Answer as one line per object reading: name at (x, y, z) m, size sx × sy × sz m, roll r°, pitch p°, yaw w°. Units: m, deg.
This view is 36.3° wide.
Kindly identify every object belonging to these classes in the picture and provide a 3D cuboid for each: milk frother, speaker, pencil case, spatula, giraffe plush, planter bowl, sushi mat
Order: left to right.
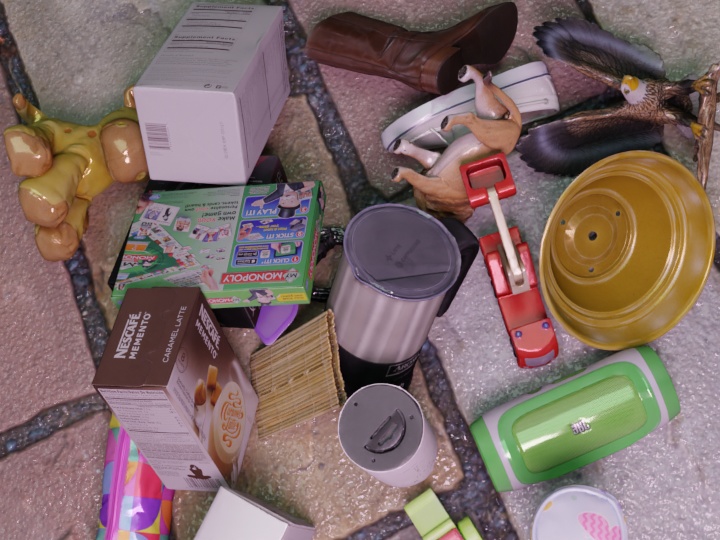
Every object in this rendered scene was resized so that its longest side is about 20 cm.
giraffe plush at (-0.294, -0.123, 1.238) m, size 0.160 × 0.174 × 0.201 m, roll -13°, pitch 39°, yaw -5°
pencil case at (-0.235, 0.209, 1.158) m, size 0.087 × 0.088 × 0.203 m, roll 0°, pitch 76°, yaw 9°
spatula at (-0.134, 0.005, 1.203) m, size 0.057 × 0.021 × 0.200 m, roll -46°, pitch 57°, yaw 0°
sushi mat at (-0.068, 0.110, 1.116) m, size 0.012 × 0.200 × 0.097 m, roll -1°, pitch 74°, yaw -28°
milk frother at (0.000, 0.000, 1.119) m, size 0.199 × 0.189 × 0.181 m, roll 32°, pitch 49°, yaw 11°
speaker at (0.031, 0.164, 1.065) m, size 0.080 × 0.200 × 0.082 m, roll -2°, pitch 75°, yaw 8°
speaker at (0.213, 0.149, 1.101) m, size 0.198 × 0.088 × 0.089 m, roll -24°, pitch 73°, yaw 2°
pencil case at (0.197, 0.260, 1.017) m, size 0.090 × 0.200 × 0.083 m, roll -33°, pitch 66°, yaw -8°
planter bowl at (0.254, -0.027, 1.121) m, size 0.198 × 0.083 × 0.203 m, roll -5°, pitch 105°, yaw -18°

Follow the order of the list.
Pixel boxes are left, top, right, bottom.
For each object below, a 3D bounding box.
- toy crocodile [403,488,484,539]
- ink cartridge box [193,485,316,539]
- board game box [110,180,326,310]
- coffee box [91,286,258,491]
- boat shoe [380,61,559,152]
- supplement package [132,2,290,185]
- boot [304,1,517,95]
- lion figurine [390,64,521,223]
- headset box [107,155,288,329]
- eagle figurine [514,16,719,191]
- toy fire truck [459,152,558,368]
toy crocodile at (0.108, 0.310, 1.087) m, size 0.067 × 0.062 × 0.201 m, roll -29°, pitch 72°, yaw 0°
ink cartridge box at (-0.133, 0.324, 1.078) m, size 0.085 × 0.148 × 0.202 m, roll 24°, pitch 79°, yaw 13°
board game box at (-0.139, -0.025, 1.094) m, size 0.198 × 0.029 × 0.136 m, roll -3°, pitch 53°, yaw 14°
coffee box at (-0.175, 0.120, 1.082) m, size 0.079 × 0.201 × 0.115 m, roll 0°, pitch 51°, yaw 16°
boat shoe at (0.126, -0.153, 1.208) m, size 0.200 × 0.075 × 0.087 m, roll -21°, pitch 81°, yaw -5°
supplement package at (-0.154, -0.195, 1.189) m, size 0.108 × 0.115 × 0.201 m, roll 5°, pitch 38°, yaw 10°
boot at (0.056, -0.271, 1.250) m, size 0.199 × 0.065 × 0.186 m, roll 20°, pitch 42°, yaw 35°
lion figurine at (0.110, -0.119, 1.127) m, size 0.122 × 0.200 × 0.073 m, roll 23°, pitch 49°, yaw -26°
headset box at (-0.164, -0.043, 1.183) m, size 0.147 × 0.075 × 0.202 m, roll 1°, pitch 53°, yaw 16°
eagle figurine at (0.276, -0.180, 1.154) m, size 0.198 × 0.152 × 0.153 m, roll 8°, pitch 52°, yaw 28°
toy fire truck at (0.154, -0.005, 1.116) m, size 0.048 × 0.141 × 0.202 m, roll -17°, pitch 77°, yaw 4°
